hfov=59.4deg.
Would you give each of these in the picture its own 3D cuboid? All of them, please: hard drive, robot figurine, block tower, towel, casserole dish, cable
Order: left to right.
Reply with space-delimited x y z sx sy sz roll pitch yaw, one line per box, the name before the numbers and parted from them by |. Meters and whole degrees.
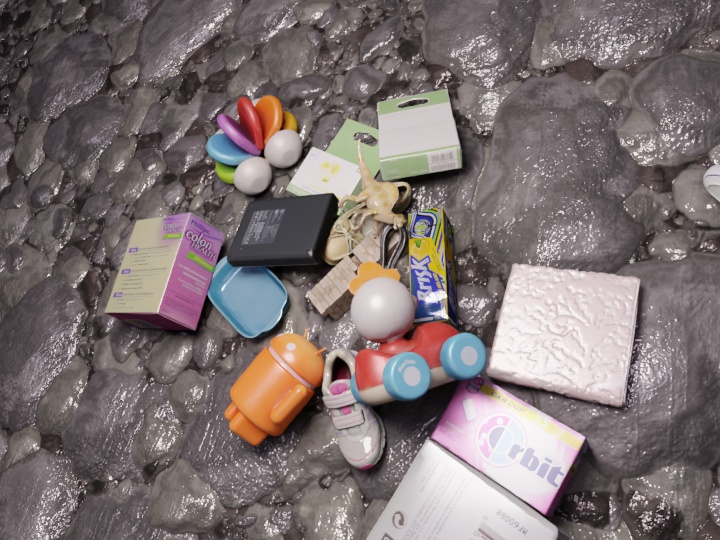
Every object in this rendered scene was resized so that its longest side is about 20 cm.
casserole dish | -0.208 0.047 1.190 0.121 0.039 0.199 -48 58 -3
robot figurine | -0.138 0.188 1.048 0.116 0.144 0.201 40 87 10
hard drive | -0.144 -0.074 1.167 0.197 0.033 0.142 -2 57 31
block tower | 0.000 0.000 1.110 0.199 0.058 0.054 -42 57 -1
cable | 0.047 0.024 1.063 0.095 0.050 0.204 -8 76 26
towel | 0.304 0.090 0.947 0.197 0.032 0.194 8 70 26

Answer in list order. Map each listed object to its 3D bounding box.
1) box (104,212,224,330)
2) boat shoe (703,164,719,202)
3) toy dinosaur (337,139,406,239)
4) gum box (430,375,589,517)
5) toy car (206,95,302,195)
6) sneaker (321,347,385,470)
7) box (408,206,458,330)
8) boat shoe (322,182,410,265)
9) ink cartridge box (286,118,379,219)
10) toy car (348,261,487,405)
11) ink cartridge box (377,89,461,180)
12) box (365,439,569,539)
box | -0.381 0.005 1.230 0.173 0.096 0.204 -4 66 37
boat shoe | 0.564 -0.075 0.882 0.067 0.074 0.199 -46 58 -6
toy dinosaur | 0.016 -0.122 1.079 0.100 0.058 0.202 -35 57 11
gum box | 0.206 0.240 0.899 0.198 0.066 0.115 28 81 31
toy car | -0.227 -0.270 1.277 0.199 0.150 0.176 -40 58 2
sneaker | -0.021 0.213 1.000 0.080 0.088 0.203 -24 60 11
box | 0.120 0.003 1.045 0.063 0.070 0.204 -10 63 21
boat shoe | 0.008 -0.087 1.128 0.199 0.063 0.074 -36 88 0
ink cartridge box | -0.035 -0.207 1.226 0.144 0.048 0.202 27 82 32
toy car | 0.057 0.077 0.913 0.174 0.184 0.204 -14 82 -20
ink cartridge box | 0.104 -0.253 1.165 0.142 0.048 0.202 -9 42 8
box | 0.131 0.366 0.813 0.198 0.171 0.201 29 80 32
